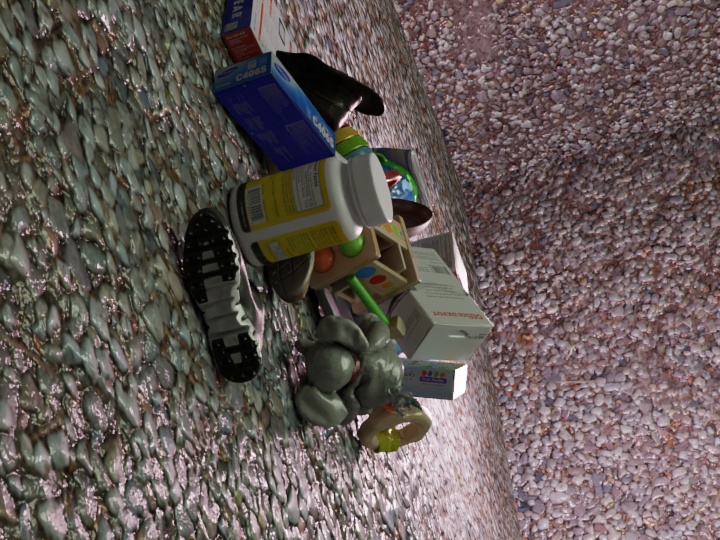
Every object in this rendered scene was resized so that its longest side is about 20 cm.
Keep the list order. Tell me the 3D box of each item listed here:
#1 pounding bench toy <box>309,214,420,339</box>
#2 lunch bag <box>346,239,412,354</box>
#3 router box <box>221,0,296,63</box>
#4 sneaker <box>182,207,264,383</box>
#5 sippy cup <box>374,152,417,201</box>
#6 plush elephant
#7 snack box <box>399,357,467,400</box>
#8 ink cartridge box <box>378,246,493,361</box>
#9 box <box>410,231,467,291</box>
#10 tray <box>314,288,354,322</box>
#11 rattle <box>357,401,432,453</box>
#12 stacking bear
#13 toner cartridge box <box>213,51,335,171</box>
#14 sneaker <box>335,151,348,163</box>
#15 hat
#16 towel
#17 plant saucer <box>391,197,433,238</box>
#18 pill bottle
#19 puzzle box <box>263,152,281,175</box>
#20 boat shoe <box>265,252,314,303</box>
[{"bbox_3d":[0.000,0.000,1.642,0.156,0.124,0.201,30,38,-53],"label":"pounding bench toy"},{"bbox_3d":[0.046,0.042,1.893,0.160,0.082,0.202,-28,107,-38],"label":"lunch bag"},{"bbox_3d":[-0.156,-0.358,1.696,0.201,0.048,0.180,-91,162,-48],"label":"router box"},{"bbox_3d":[-0.154,0.022,1.227,0.091,0.066,0.202,-71,149,-74],"label":"sneaker"},{"bbox_3d":[0.027,-0.126,2.059,0.178,0.139,0.131,46,40,-9],"label":"sippy cup"},{"bbox_3d":[-0.026,0.137,1.513,0.154,0.166,0.200,25,2,-27],"label":"plush elephant"},{"bbox_3d":[0.060,0.166,1.686,0.142,0.198,0.054,1,94,-77],"label":"snack box"},{"bbox_3d":[0.102,0.052,1.755,0.143,0.084,0.200,5,36,-40],"label":"ink cartridge box"},{"bbox_3d":[0.099,0.025,2.039,0.128,0.198,0.110,-89,161,-52],"label":"box"},{"bbox_3d":[-0.049,0.045,1.712,0.107,0.022,0.202,6,61,-78],"label":"tray"},{"bbox_3d":[0.048,0.205,1.738,0.201,0.129,0.144,72,18,-58],"label":"rattle"},{"bbox_3d":[-0.038,-0.215,1.884,0.201,0.113,0.121,58,23,9],"label":"stacking bear"},{"bbox_3d":[-0.120,-0.224,1.535,0.200,0.094,0.044,49,32,-51],"label":"toner cartridge box"},{"bbox_3d":[-0.059,-0.156,1.726,0.109,0.069,0.201,-93,161,-45],"label":"sneaker"},{"bbox_3d":[-0.060,-0.255,1.617,0.081,0.199,0.201,-64,160,-5],"label":"hat"},{"bbox_3d":[0.049,-0.179,2.141,0.024,0.199,0.148,-43,126,-36],"label":"towel"},{"bbox_3d":[0.030,-0.087,1.895,0.200,0.198,0.032,-71,161,-69],"label":"plant saucer"},{"bbox_3d":[-0.064,-0.084,1.426,0.114,0.198,0.115,-14,90,-78],"label":"pill bottle"},{"bbox_3d":[-0.107,-0.152,1.728,0.200,0.025,0.134,-23,98,-78],"label":"puzzle box"},{"bbox_3d":[-0.093,-0.030,1.539,0.072,0.075,0.201,65,17,-47],"label":"boat shoe"}]
